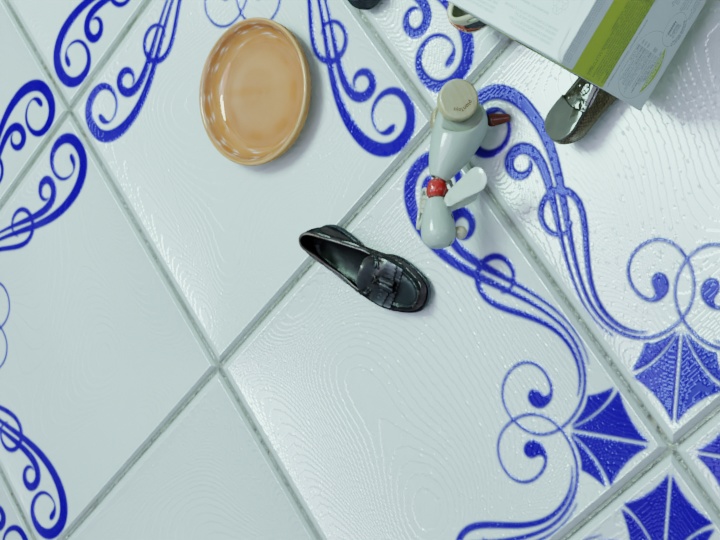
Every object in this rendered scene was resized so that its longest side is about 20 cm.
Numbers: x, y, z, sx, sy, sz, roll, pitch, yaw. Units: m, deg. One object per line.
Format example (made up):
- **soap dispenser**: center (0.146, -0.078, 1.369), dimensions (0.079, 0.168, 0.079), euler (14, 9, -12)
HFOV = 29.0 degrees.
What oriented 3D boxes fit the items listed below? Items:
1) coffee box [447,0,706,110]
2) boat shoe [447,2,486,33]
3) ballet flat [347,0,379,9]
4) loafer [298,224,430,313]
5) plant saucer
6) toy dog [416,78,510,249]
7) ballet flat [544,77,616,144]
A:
- **coffee box**: center (0.241, -0.322, 1.498), dimensions (0.199, 0.197, 0.202), euler (38, 104, 36)
- **boat shoe**: center (0.181, -0.357, 1.634), dimensions (0.200, 0.063, 0.071), euler (-41, 79, 11)
- **ballet flat**: center (0.032, -0.425, 1.770), dimensions (0.073, 0.073, 0.202), euler (41, 113, 29)
- **loafer**: center (0.000, 0.000, 1.798), dimensions (0.199, 0.063, 0.073), euler (31, 108, 33)
- **plant saucer**: center (-0.140, -0.245, 1.922), dimensions (0.198, 0.037, 0.203), euler (1, 91, 38)
- **toy dog**: center (0.128, -0.128, 1.685), dimensions (0.095, 0.132, 0.203), euler (7, 101, -2)
- **ballet flat**: center (0.288, -0.224, 1.596), dimensions (0.201, 0.046, 0.068), euler (-52, 53, 19)
